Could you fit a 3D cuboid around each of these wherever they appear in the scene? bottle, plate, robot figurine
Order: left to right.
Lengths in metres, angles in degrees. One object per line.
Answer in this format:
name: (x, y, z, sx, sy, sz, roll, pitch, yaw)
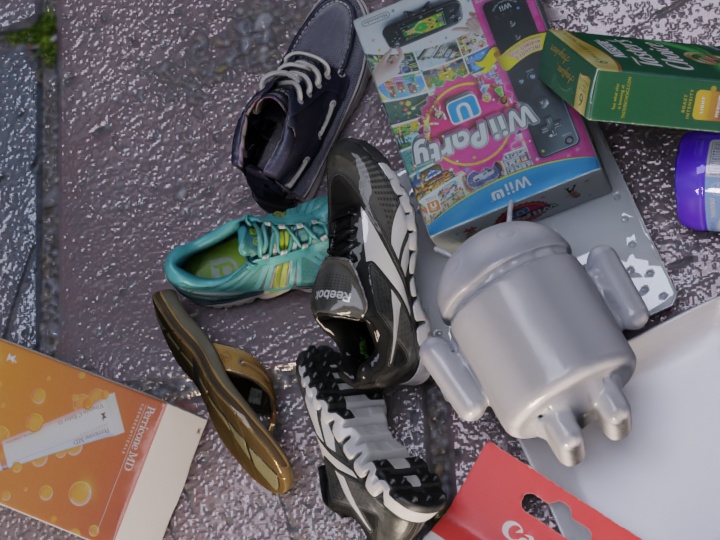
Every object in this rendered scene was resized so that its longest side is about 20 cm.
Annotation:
robot figurine: (0.130, 0.046, 1.586, 0.169, 0.113, 0.200, -27, 69, -5)
plate: (0.236, 0.147, 1.606, 0.200, 0.032, 0.200, -26, 70, 7)
bottle: (0.343, -0.063, 1.611, 0.199, 0.084, 0.065, 5, 56, 16)

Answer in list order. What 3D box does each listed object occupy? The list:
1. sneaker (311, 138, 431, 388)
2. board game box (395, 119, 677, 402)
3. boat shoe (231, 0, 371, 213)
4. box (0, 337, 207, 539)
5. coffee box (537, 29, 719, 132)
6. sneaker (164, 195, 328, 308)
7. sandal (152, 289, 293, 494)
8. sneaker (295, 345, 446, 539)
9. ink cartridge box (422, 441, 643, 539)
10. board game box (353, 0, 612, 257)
sneaker: (0.000, 0.000, 1.618, 0.066, 0.090, 0.201, -5, 99, 43)
board game box: (0.126, -0.018, 1.688, 0.200, 0.026, 0.200, -25, 69, 7)
boat shoe: (-0.046, -0.150, 1.736, 0.074, 0.093, 0.201, 13, 78, 18)
box: (-0.245, 0.138, 1.701, 0.199, 0.097, 0.125, 18, 84, 19)
coffee box: (0.247, -0.141, 1.597, 0.199, 0.123, 0.044, 4, 110, -14)
sneaker: (-0.065, -0.017, 1.703, 0.199, 0.080, 0.078, -19, 72, 14)
sandal: (-0.103, 0.088, 1.701, 0.054, 0.080, 0.200, -27, 63, -17)
sneaker: (-0.008, 0.145, 1.652, 0.200, 0.066, 0.091, 54, 131, 39)
ink cartridge box: (0.104, 0.254, 1.582, 0.161, 0.050, 0.200, 32, 100, 21)
board game box: (0.097, -0.132, 1.682, 0.147, 0.064, 0.201, -22, 71, 7)
